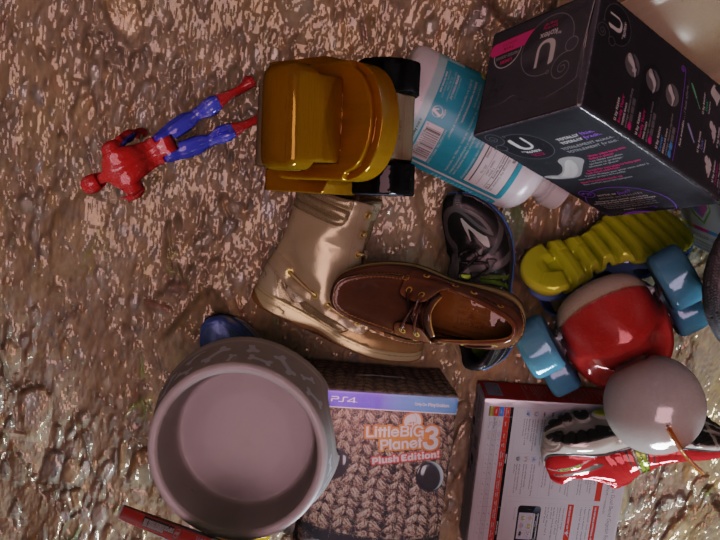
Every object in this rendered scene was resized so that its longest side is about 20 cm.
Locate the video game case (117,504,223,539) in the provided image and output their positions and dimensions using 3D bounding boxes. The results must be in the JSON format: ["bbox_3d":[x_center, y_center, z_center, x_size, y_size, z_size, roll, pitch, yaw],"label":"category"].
[{"bbox_3d":[-0.147,0.285,0.778,0.143,0.199,0.018,35,64,-33],"label":"video game case"}]

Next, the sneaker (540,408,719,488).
[{"bbox_3d":[0.297,0.196,0.828,0.198,0.077,0.086,-4,115,6],"label":"sneaker"}]

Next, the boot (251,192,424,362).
[{"bbox_3d":[0.000,0.000,0.815,0.198,0.073,0.157,23,102,-3],"label":"boot"}]

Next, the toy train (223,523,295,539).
[{"bbox_3d":[-0.111,0.339,0.877,0.055,0.150,0.202,8,103,-41],"label":"toy train"}]

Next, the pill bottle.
[{"bbox_3d":[0.121,-0.134,0.760,0.198,0.111,0.112,24,103,-8],"label":"pill bottle"}]

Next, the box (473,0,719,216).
[{"bbox_3d":[0.216,-0.136,0.667,0.199,0.122,0.107,22,75,-33],"label":"box"}]

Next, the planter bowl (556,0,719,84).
[{"bbox_3d":[0.303,-0.252,0.699,0.200,0.201,0.135,-41,113,9],"label":"planter bowl"}]

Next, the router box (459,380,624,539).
[{"bbox_3d":[0.217,0.237,0.891,0.177,0.049,0.202,4,105,-3],"label":"router box"}]

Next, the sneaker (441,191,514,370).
[{"bbox_3d":[0.124,0.014,0.808,0.070,0.083,0.202,0,107,33],"label":"sneaker"}]

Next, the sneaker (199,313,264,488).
[{"bbox_3d":[-0.128,0.141,0.822,0.078,0.089,0.202,-22,81,5],"label":"sneaker"}]

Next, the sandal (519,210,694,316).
[{"bbox_3d":[0.265,-0.007,0.825,0.198,0.080,0.087,-16,142,-4],"label":"sandal"}]

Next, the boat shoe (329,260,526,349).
[{"bbox_3d":[0.064,0.035,0.743,0.198,0.068,0.073,10,98,9],"label":"boat shoe"}]

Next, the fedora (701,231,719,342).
[{"bbox_3d":[0.393,-0.014,0.699,0.198,0.092,0.203,-1,105,-2],"label":"fedora"}]

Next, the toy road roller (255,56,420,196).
[{"bbox_3d":[-0.047,-0.132,0.676,0.199,0.145,0.124,8,97,43],"label":"toy road roller"}]

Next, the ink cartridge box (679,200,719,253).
[{"bbox_3d":[0.362,-0.117,0.773,0.059,0.104,0.202,-18,104,3],"label":"ink cartridge box"}]

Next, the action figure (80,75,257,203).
[{"bbox_3d":[-0.197,-0.129,0.785,0.199,0.099,0.066,-30,103,-17],"label":"action figure"}]

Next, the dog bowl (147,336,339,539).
[{"bbox_3d":[-0.117,0.170,0.747,0.198,0.059,0.202,0,97,1],"label":"dog bowl"}]

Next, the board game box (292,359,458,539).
[{"bbox_3d":[0.011,0.213,0.841,0.158,0.097,0.202,4,100,-8],"label":"board game box"}]

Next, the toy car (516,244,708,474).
[{"bbox_3d":[0.284,0.116,0.760,0.183,0.177,0.201,-28,59,14],"label":"toy car"}]
